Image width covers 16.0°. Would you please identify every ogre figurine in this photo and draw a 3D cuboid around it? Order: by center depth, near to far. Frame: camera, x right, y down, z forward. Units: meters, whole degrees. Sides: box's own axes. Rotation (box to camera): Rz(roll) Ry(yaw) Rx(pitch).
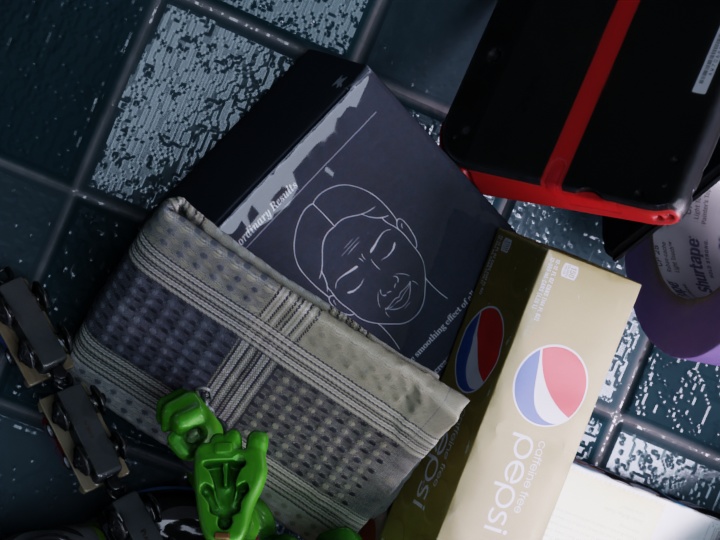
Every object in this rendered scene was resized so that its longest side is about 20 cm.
[{"bbox_3d":[-0.045,0.162,1.381,0.199,0.120,0.098,35,71,15],"label":"ogre figurine"}]

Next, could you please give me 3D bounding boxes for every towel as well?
[{"bbox_3d":[-0.053,0.059,1.392,0.199,0.193,0.035,35,52,-3],"label":"towel"}]

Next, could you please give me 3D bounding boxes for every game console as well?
[{"bbox_3d":[0.144,-0.126,1.435,0.031,0.176,0.201,40,69,-49],"label":"game console"}]

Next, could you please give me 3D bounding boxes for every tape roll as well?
[{"bbox_3d":[0.236,-0.041,1.483,0.084,0.200,0.201,10,97,-21],"label":"tape roll"}]

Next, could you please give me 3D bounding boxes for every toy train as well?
[{"bbox_3d":[-0.154,0.089,1.415,0.034,0.046,0.201,-25,79,-24],"label":"toy train"}]

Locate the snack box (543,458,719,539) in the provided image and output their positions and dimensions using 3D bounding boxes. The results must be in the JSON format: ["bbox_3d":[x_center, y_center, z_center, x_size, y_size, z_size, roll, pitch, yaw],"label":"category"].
[{"bbox_3d":[0.132,0.179,1.573,0.199,0.037,0.117,22,93,-22],"label":"snack box"}]

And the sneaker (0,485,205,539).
[{"bbox_3d":[-0.154,0.172,1.443,0.198,0.083,0.071,-9,102,-20],"label":"sneaker"}]

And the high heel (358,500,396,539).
[{"bbox_3d":[0.042,0.209,1.504,0.095,0.068,0.201,-3,129,-9],"label":"high heel"}]

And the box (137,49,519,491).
[{"bbox_3d":[0.000,0.000,1.455,0.148,0.107,0.200,-45,112,-7],"label":"box"}]

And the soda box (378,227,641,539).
[{"bbox_3d":[0.079,0.084,1.406,0.064,0.068,0.201,19,93,-24],"label":"soda box"}]

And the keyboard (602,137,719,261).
[{"bbox_3d":[0.196,-0.097,1.458,0.020,0.200,0.128,17,57,-23],"label":"keyboard"}]
